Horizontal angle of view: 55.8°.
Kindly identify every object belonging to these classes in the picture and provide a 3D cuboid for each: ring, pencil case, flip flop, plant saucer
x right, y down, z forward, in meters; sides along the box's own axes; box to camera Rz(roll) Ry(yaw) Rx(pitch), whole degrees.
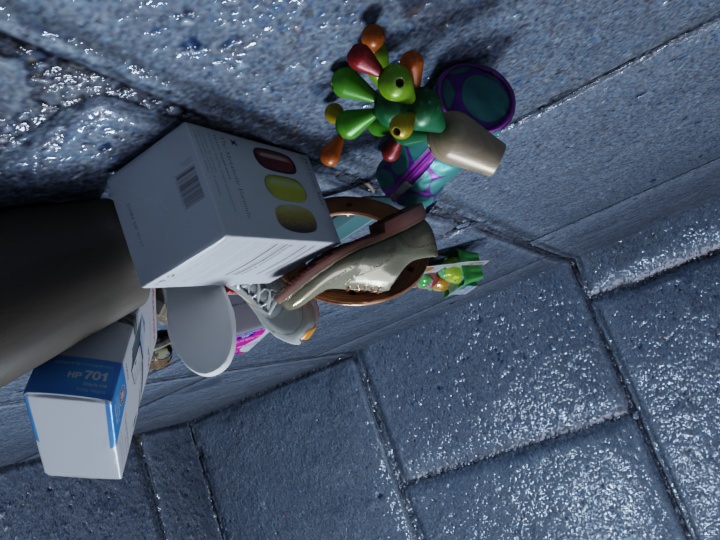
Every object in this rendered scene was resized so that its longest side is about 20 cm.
[{"bbox_3d":[-0.013,-0.026,0.847,0.199,0.201,0.019,-16,137,-21],"label":"ring"},{"bbox_3d":[0.085,-0.137,0.738,0.093,0.085,0.200,-54,-178,-26],"label":"pencil case"},{"bbox_3d":[-0.414,0.174,1.377,0.080,0.058,0.200,-15,167,-25],"label":"flip flop"},{"bbox_3d":[-0.036,-0.061,1.053,0.070,0.019,0.199,-8,164,-46],"label":"plant saucer"}]

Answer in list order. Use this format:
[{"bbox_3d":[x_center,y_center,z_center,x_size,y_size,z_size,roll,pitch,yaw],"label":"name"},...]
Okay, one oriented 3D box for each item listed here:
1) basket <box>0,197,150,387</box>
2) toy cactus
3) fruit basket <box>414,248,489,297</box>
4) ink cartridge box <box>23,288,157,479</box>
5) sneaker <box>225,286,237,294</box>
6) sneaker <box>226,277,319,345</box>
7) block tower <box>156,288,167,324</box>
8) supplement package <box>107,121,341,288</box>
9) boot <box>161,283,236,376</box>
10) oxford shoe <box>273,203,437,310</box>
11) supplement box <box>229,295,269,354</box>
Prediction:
[{"bbox_3d":[-0.306,0.014,0.615,0.199,0.181,0.136,-23,162,-38],"label":"basket"},{"bbox_3d":[0.045,-0.125,0.590,0.164,0.103,0.200,26,170,-2],"label":"toy cactus"},{"bbox_3d":[0.180,0.019,1.598,0.198,0.095,0.185,-12,166,-20],"label":"fruit basket"},{"bbox_3d":[-0.282,0.098,0.736,0.085,0.201,0.147,7,134,-7],"label":"ink cartridge box"},{"bbox_3d":[-0.189,0.014,0.991,0.199,0.079,0.115,-6,161,-46],"label":"sneaker"},{"bbox_3d":[-0.133,0.015,0.828,0.076,0.200,0.092,-52,151,11],"label":"sneaker"},{"bbox_3d":[-0.272,0.039,0.935,0.054,0.058,0.200,23,169,-3],"label":"block tower"},{"bbox_3d":[-0.127,-0.057,0.679,0.109,0.115,0.199,-27,169,25],"label":"supplement package"},{"bbox_3d":[-0.176,0.030,0.749,0.072,0.201,0.090,-22,157,-2],"label":"boot"},{"bbox_3d":[0.000,0.000,0.758,0.199,0.074,0.071,-29,-171,-9],"label":"oxford shoe"},{"bbox_3d":[-0.231,0.086,1.183,0.100,0.104,0.200,-15,169,-27],"label":"supplement box"}]
